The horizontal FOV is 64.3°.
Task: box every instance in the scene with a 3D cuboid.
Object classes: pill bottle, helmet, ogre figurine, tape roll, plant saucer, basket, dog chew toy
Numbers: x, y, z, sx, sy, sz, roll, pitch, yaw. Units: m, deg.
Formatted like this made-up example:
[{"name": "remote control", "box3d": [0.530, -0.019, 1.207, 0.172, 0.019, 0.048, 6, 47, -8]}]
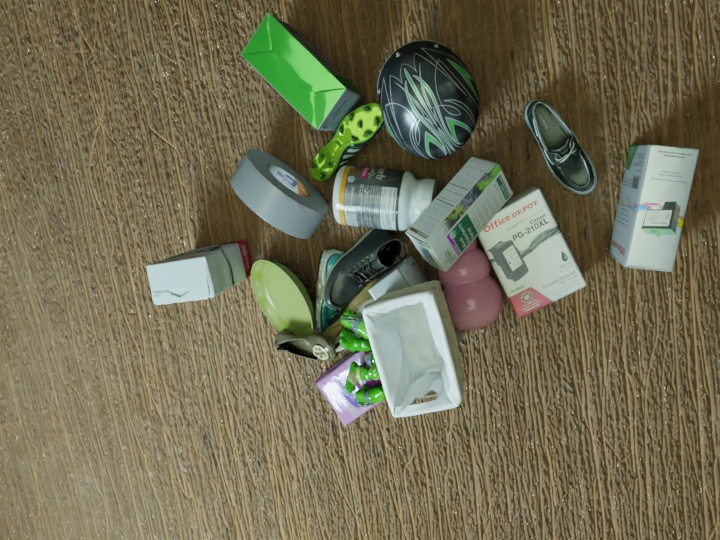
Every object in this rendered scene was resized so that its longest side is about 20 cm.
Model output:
[{"name": "pill bottle", "box3d": [0.050, -0.141, 1.137, 0.193, 0.116, 0.121, 7, 103, 12]}, {"name": "helmet", "box3d": [0.124, -0.307, 1.044, 0.193, 0.191, 0.208, 3, 103, 14]}, {"name": "ogre figurine", "box3d": [0.026, 0.178, 1.138, 0.116, 0.097, 0.208, -1, 91, 28]}, {"name": "tape roll", "box3d": [-0.159, -0.154, 1.143, 0.199, 0.200, 0.067, 40, 107, 3]}, {"name": "plant saucer", "box3d": [-0.161, 0.062, 1.229, 0.197, 0.031, 0.205, 30, 138, 31]}, {"name": "basket", "box3d": [0.100, 0.132, 1.011, 0.131, 0.123, 0.207, -14, 97, 18]}, {"name": "dog chew toy", "box3d": [0.206, 0.010, 1.129, 0.121, 0.124, 0.207, -15, 89, 16]}]

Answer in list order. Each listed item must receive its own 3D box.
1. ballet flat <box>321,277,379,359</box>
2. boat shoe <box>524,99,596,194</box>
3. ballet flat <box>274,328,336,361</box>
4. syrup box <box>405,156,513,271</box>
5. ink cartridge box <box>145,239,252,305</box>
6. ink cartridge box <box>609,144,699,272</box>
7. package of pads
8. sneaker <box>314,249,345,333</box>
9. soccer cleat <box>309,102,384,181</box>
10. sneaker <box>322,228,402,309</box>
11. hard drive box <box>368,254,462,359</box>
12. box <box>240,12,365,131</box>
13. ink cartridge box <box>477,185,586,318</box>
[{"name": "ballet flat", "box3d": [-0.008, 0.106, 1.205, 0.201, 0.068, 0.063, -48, 46, 2]}, {"name": "boat shoe", "box3d": [0.368, -0.225, 1.061, 0.072, 0.071, 0.202, -38, 91, 18]}, {"name": "ballet flat", "box3d": [-0.121, 0.159, 1.193, 0.197, 0.046, 0.069, 5, 123, 48]}, {"name": "syrup box", "box3d": [0.183, -0.106, 1.061, 0.201, 0.081, 0.079, -48, 127, -8]}, {"name": "ink cartridge box", "box3d": [-0.336, 0.001, 1.218, 0.140, 0.200, 0.086, -8, 100, 15]}, {"name": "ink cartridge box", "box3d": [0.510, -0.113, 1.008, 0.081, 0.145, 0.208, 9, 103, 12]}, {"name": "package of pads", "box3d": [0.010, 0.233, 1.242, 0.198, 0.076, 0.122, -37, 93, 18]}, {"name": "sneaker", "box3d": [-0.059, 0.059, 1.228, 0.077, 0.078, 0.207, 6, 106, -1]}, {"name": "soccer cleat", "box3d": [-0.025, -0.259, 1.148, 0.199, 0.081, 0.068, -41, 92, 20]}, {"name": "sneaker", "box3d": [0.000, 0.000, 1.150, 0.074, 0.106, 0.202, 37, 90, -21]}, {"name": "hard drive box", "box3d": [0.114, 0.084, 1.144, 0.076, 0.156, 0.203, -33, 91, 19]}, {"name": "box", "box3d": [-0.103, -0.369, 1.099, 0.200, 0.176, 0.097, 44, 108, 2]}, {"name": "ink cartridge box", "box3d": [0.321, -0.037, 1.103, 0.142, 0.084, 0.204, -27, 92, 17]}]
